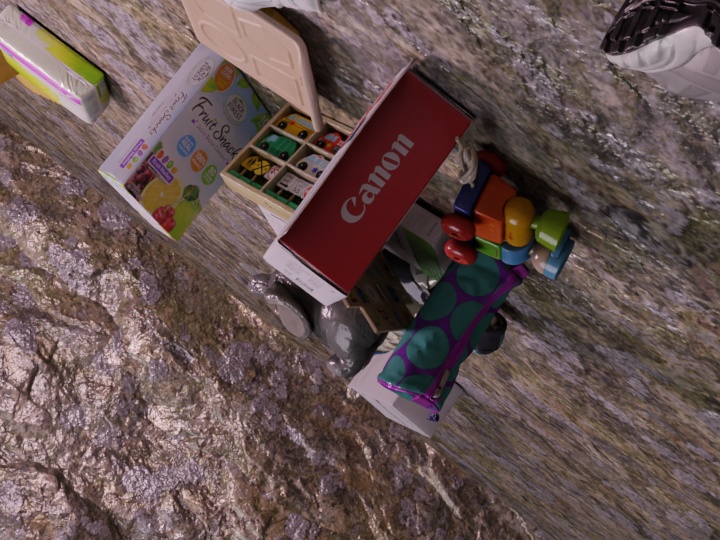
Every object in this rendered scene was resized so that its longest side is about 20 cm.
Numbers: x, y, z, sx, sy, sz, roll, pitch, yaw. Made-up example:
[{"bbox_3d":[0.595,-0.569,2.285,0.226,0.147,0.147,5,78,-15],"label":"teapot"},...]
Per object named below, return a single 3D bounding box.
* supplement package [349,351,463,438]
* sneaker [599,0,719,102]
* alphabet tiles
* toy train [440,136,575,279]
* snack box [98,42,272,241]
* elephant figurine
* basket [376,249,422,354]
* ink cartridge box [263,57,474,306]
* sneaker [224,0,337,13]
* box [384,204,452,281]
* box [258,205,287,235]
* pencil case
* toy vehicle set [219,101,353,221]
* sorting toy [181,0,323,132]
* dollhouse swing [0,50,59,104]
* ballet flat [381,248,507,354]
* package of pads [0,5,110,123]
[{"bbox_3d":[0.087,0.230,2.344,0.117,0.118,0.200,42,168,-22],"label":"supplement package"},{"bbox_3d":[0.208,-0.125,0.620,0.079,0.074,0.200,30,178,-19],"label":"sneaker"},{"bbox_3d":[0.000,0.000,1.383,0.167,0.006,0.200,57,-161,13],"label":"alphabet tiles"},{"bbox_3d":[0.140,-0.055,1.095,0.115,0.085,0.200,23,166,13],"label":"toy train"},{"bbox_3d":[-0.208,-0.154,1.451,0.053,0.201,0.142,31,168,30],"label":"snack box"},{"bbox_3d":[-0.060,0.033,1.480,0.199,0.156,0.141,33,-152,9],"label":"elephant figurine"},{"bbox_3d":[-0.004,0.045,1.726,0.199,0.140,0.176,-16,145,42],"label":"basket"},{"bbox_3d":[0.007,-0.075,1.085,0.084,0.201,0.176,36,171,-4],"label":"ink cartridge box"},{"bbox_3d":[-0.057,-0.237,0.973,0.080,0.071,0.200,37,169,-14],"label":"sneaker"},{"bbox_3d":[0.031,-0.065,1.470,0.199,0.036,0.145,35,169,22],"label":"box"},{"bbox_3d":[-0.064,-0.047,1.555,0.144,0.036,0.201,29,159,42],"label":"box"},{"bbox_3d":[0.105,0.067,1.370,0.085,0.201,0.092,40,169,-36],"label":"pencil case"},{"bbox_3d":[-0.049,-0.108,1.329,0.199,0.124,0.027,29,160,36],"label":"toy vehicle set"},{"bbox_3d":[-0.114,-0.244,1.236,0.200,0.037,0.185,40,170,13],"label":"sorting toy"},{"bbox_3d":[-0.691,-0.363,2.254,0.199,0.181,0.177,26,144,44],"label":"dollhouse swing"},{"bbox_3d":[0.114,0.026,1.565,0.200,0.073,0.073,43,170,4],"label":"ballet flat"},{"bbox_3d":[-0.519,-0.342,2.014,0.199,0.068,0.155,38,169,1],"label":"package of pads"}]
